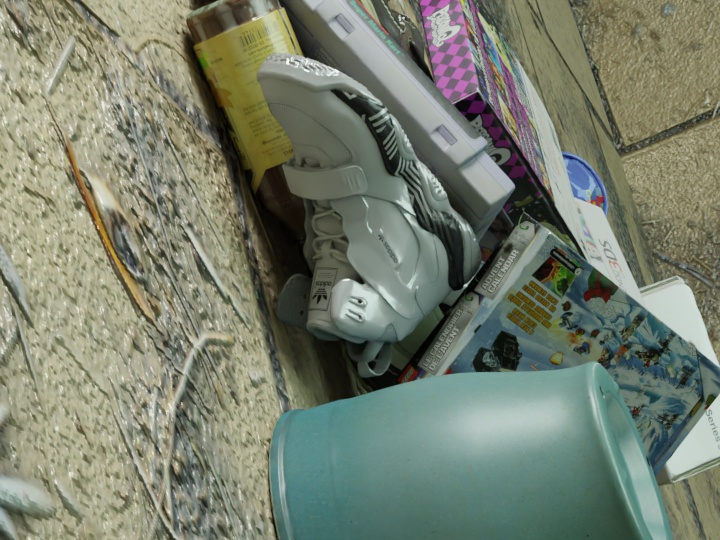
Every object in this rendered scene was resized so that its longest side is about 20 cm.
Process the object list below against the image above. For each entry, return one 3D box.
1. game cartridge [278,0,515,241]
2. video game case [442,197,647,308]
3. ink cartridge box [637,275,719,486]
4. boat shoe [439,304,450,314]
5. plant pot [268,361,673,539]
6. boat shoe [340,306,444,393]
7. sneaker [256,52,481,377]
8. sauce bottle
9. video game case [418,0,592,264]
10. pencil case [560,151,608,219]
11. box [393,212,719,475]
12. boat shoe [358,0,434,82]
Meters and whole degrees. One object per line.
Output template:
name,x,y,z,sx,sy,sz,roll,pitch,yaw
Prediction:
game cartridge,0.010,-0.095,1.312,0.200,0.038,0.130,48,-31,9
video game case,0.115,-0.016,1.469,0.199,0.024,0.183,19,32,-25
ink cartridge box,0.198,0.101,1.619,0.200,0.087,0.146,-24,-94,60
boat shoe,0.073,-0.018,1.599,0.200,0.070,0.070,66,20,-68
plant pot,0.073,0.144,1.165,0.200,0.187,0.201,-21,90,-77
boat shoe,0.000,0.000,1.371,0.071,0.061,0.202,2,49,-28
sneaker,-0.014,-0.030,1.225,0.200,0.075,0.115,50,64,-30
sauce bottle,-0.047,-0.080,1.286,0.065,0.064,0.201,-47,116,-75
video game case,0.100,-0.108,1.443,0.182,0.036,0.201,55,16,-34
pencil case,0.118,-0.038,1.665,0.078,0.087,0.200,63,-28,-2
box,0.133,0.071,1.313,0.200,0.137,0.040,36,3,-35
boat shoe,0.010,-0.146,1.380,0.066,0.071,0.201,-55,143,-28
